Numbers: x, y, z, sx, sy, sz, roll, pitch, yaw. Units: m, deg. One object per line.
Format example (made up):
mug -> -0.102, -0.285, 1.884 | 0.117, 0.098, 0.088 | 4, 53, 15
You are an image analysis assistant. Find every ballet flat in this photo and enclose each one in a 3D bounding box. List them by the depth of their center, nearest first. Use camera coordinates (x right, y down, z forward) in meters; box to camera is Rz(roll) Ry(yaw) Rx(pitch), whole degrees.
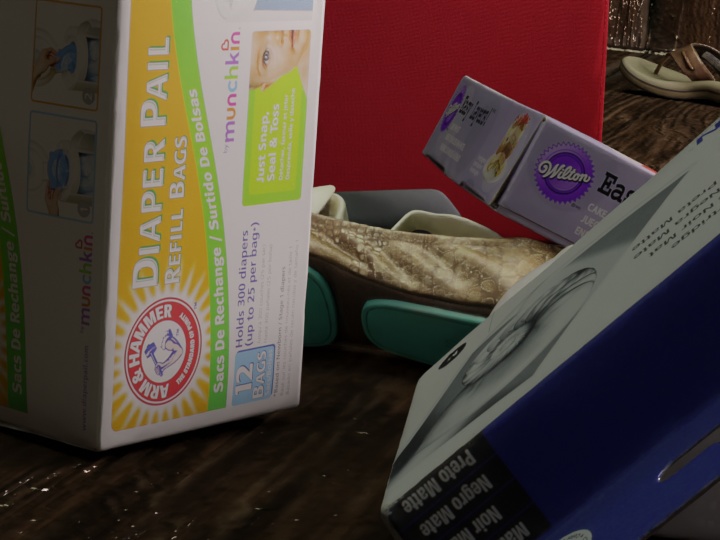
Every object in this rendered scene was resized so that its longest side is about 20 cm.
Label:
ballet flat -> 0.000, 0.000, 0.966 | 0.199, 0.071, 0.065 | 14, 52, 11

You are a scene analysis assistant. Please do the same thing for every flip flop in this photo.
flip flop -> 0.358, -0.204, 2.326 | 0.081, 0.058, 0.200 | -5, 14, -44

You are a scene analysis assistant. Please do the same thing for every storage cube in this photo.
storage cube -> 0.022, -0.110, 1.248 | 0.199, 0.180, 0.171 | 1, 5, -19

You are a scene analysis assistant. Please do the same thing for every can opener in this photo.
can opener -> -0.022, -0.001, 1.078 | 0.200, 0.053, 0.067 | -4, 46, -44

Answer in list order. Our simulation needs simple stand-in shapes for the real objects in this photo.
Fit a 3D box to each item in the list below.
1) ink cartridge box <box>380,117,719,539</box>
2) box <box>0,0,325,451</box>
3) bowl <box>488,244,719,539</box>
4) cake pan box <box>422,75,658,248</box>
ink cartridge box -> 0.092, 0.011, 0.656 | 0.041, 0.200, 0.200 | 47, 11, -7
box -> -0.088, -0.046, 0.820 | 0.101, 0.201, 0.112 | 12, 14, 38
bowl -> 0.148, 0.038, 0.833 | 0.199, 0.075, 0.200 | 1, 10, -14
cake pan box -> 0.130, -0.021, 1.040 | 0.184, 0.052, 0.200 | 29, 5, -10
